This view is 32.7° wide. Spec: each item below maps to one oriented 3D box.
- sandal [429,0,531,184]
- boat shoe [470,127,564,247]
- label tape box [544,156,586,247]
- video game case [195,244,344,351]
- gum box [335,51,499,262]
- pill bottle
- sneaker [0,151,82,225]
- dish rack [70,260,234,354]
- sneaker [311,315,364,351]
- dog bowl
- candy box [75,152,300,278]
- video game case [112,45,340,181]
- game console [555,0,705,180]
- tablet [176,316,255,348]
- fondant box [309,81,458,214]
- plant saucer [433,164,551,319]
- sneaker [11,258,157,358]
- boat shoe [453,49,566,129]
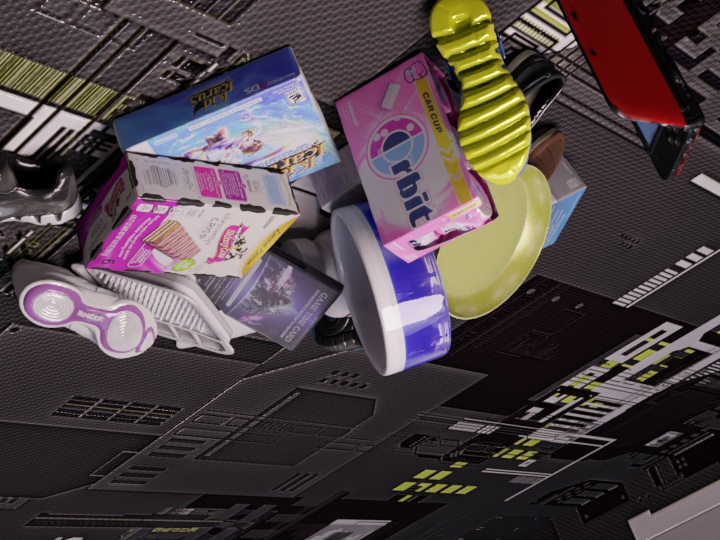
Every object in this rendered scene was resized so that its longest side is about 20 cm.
[{"bbox_3d":[0.130,-0.187,1.271,0.079,0.201,0.087,-13,180,11],"label":"sandal"},{"bbox_3d":[0.170,-0.112,1.520,0.202,0.075,0.075,-46,147,-20],"label":"boat shoe"},{"bbox_3d":[0.186,-0.058,1.622,0.199,0.066,0.143,-23,157,-23],"label":"label tape box"},{"bbox_3d":[-0.137,0.012,1.496,0.199,0.019,0.143,29,136,-11],"label":"video game case"},{"bbox_3d":[0.060,-0.116,1.312,0.113,0.201,0.066,-27,153,19],"label":"gum box"},{"bbox_3d":[0.000,0.000,1.588,0.199,0.116,0.116,-5,150,-28],"label":"pill bottle"},{"bbox_3d":[-0.377,-0.079,1.234,0.199,0.067,0.091,-12,150,-24],"label":"sneaker"},{"bbox_3d":[-0.242,0.033,1.489,0.171,0.044,0.200,16,161,18],"label":"dish rack"},{"bbox_3d":[0.006,0.086,1.706,0.082,0.074,0.200,16,177,-37],"label":"sneaker"},{"bbox_3d":[0.033,0.016,1.418,0.078,0.201,0.200,-16,154,-10],"label":"dog bowl"},{"bbox_3d":[-0.185,-0.054,1.316,0.199,0.061,0.136,3,147,-38],"label":"candy box"},{"bbox_3d":[-0.137,-0.137,1.312,0.199,0.046,0.181,-22,155,3],"label":"video game case"},{"bbox_3d":[0.263,-0.205,1.291,0.118,0.201,0.173,-14,154,-10],"label":"game console"},{"bbox_3d":[-0.184,0.046,1.661,0.130,0.014,0.200,-12,153,-16],"label":"tablet"},{"bbox_3d":[0.060,-0.126,1.458,0.200,0.058,0.144,-33,151,22],"label":"fondant box"},{"bbox_3d":[0.150,-0.038,1.453,0.200,0.031,0.201,-27,133,-33],"label":"plant saucer"},{"bbox_3d":[-0.323,0.037,1.448,0.200,0.100,0.075,32,98,-43],"label":"sneaker"},{"bbox_3d":[0.157,-0.154,1.363,0.199,0.066,0.075,-49,144,-11],"label":"boat shoe"}]
